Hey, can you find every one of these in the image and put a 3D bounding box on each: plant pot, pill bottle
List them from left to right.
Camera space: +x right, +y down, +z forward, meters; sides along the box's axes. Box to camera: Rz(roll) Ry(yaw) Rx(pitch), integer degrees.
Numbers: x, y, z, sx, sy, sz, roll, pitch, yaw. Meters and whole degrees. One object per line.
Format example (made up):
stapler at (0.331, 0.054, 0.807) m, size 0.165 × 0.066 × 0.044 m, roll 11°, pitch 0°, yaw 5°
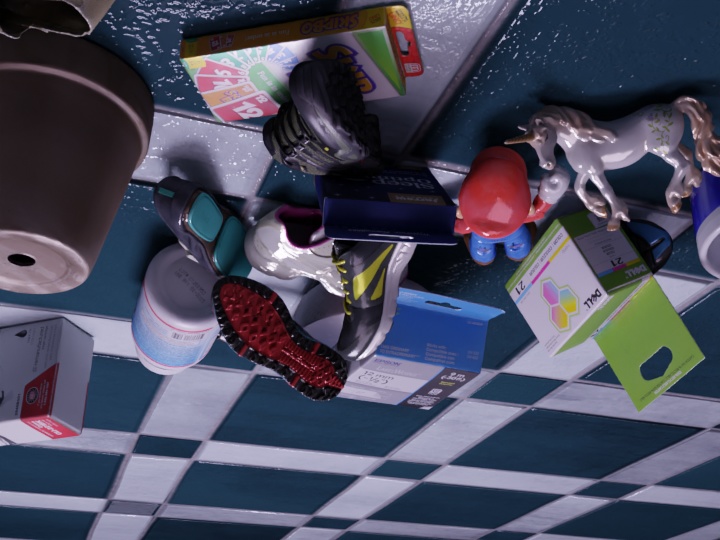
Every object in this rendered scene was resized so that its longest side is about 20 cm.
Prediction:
plant pot at (-0.289, -0.083, 0.866) m, size 0.196 × 0.176 × 0.201 m, roll -1°, pitch 152°, yaw 0°
pill bottle at (-0.225, 0.056, 1.204) m, size 0.107 × 0.110 × 0.200 m, roll 9°, pitch 151°, yaw -17°

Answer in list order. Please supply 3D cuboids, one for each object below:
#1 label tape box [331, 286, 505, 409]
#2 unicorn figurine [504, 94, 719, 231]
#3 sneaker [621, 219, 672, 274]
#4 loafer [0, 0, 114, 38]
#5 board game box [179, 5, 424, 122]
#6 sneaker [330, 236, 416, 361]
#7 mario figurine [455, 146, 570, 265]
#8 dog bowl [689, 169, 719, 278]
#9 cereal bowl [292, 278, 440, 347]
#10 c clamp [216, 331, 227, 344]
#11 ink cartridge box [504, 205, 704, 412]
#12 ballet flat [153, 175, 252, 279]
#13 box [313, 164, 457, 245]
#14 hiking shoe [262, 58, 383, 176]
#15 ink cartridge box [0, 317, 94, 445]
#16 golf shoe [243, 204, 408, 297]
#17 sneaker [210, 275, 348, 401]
label tape box at (0.063, 0.097, 1.157) m, size 0.141 × 0.067 × 0.200 m, roll 11°, pitch 152°, yaw -22°
unicorn figurine at (0.239, -0.109, 0.924) m, size 0.198 × 0.074 × 0.139 m, roll -24°, pitch 112°, yaw 2°
sneaker at (0.307, -0.008, 1.149) m, size 0.081 × 0.074 × 0.200 m, roll -3°, pitch 163°, yaw -23°
loafer at (-0.278, -0.215, 0.724) m, size 0.196 × 0.069 × 0.076 m, roll 1°, pitch 153°, yaw -2°
board game box at (-0.048, -0.178, 0.849) m, size 0.197 × 0.030 × 0.096 m, roll -9°, pitch 152°, yaw 10°
sneaker at (0.000, 0.000, 1.058) m, size 0.083 × 0.203 × 0.074 m, roll 12°, pitch -165°, yaw -23°
mario figurine at (0.145, -0.077, 1.020) m, size 0.123 × 0.106 × 0.200 m, roll -39°, pitch 162°, yaw -4°
dog bowl at (0.449, -0.063, 1.017) m, size 0.197 × 0.080 × 0.201 m, roll -1°, pitch 153°, yaw 0°
cereal bowl at (0.010, 0.057, 1.238) m, size 0.196 × 0.085 × 0.201 m, roll -1°, pitch 153°, yaw 0°
c clamp at (-0.122, 0.111, 1.316) m, size 0.198 × 0.027 × 0.171 m, roll 28°, pitch 167°, yaw -16°
ink cartridge box at (0.265, 0.052, 1.081) m, size 0.075 × 0.202 × 0.148 m, roll -17°, pitch 155°, yaw -27°
ballet flat at (-0.173, -0.047, 1.066) m, size 0.072 × 0.074 × 0.200 m, roll -5°, pitch 158°, yaw 10°
box at (0.020, -0.068, 0.916) m, size 0.119 × 0.200 × 0.033 m, roll 3°, pitch 109°, yaw -7°
hiking shoe at (-0.041, -0.118, 0.841) m, size 0.099 × 0.077 × 0.200 m, roll -10°, pitch 166°, yaw 11°
ink cartridge box at (-0.485, 0.160, 1.363) m, size 0.197 × 0.146 × 0.084 m, roll -10°, pitch 150°, yaw 17°
golf shoe at (-0.028, -0.023, 1.098) m, size 0.197 × 0.076 × 0.092 m, roll 10°, pitch 148°, yaw -22°
sneaker at (-0.107, 0.079, 1.135) m, size 0.200 × 0.080 × 0.095 m, roll 46°, pitch 167°, yaw -26°
